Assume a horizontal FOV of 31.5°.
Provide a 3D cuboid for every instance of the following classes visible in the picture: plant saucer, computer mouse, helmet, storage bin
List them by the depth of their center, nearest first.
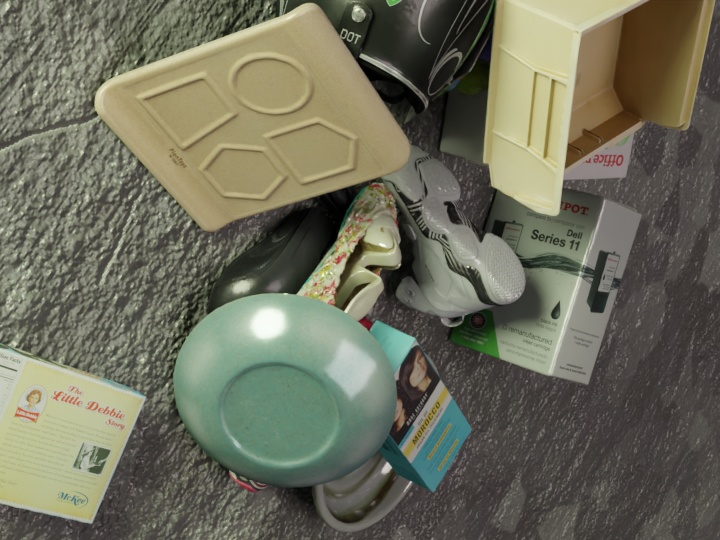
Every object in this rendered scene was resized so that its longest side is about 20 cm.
[{"bbox_3d":[0.026,-0.249,1.074,0.200,0.200,0.191,28,84,-49],"label":"helmet"},{"bbox_3d":[-0.068,0.117,1.115,0.039,0.201,0.201,-80,165,-63],"label":"plant saucer"},{"bbox_3d":[0.212,-0.175,1.138,0.200,0.094,0.199,-32,139,-33],"label":"storage bin"},{"bbox_3d":[-0.059,-0.004,1.177,0.200,0.053,0.139,-47,134,-26],"label":"computer mouse"},{"bbox_3d":[0.005,0.166,1.303,0.200,0.050,0.200,-30,130,-43],"label":"plant saucer"}]

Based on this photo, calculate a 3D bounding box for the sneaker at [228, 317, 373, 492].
[{"bbox_3d":[-0.060,0.117,1.203,0.081,0.075,0.200,39,75,-47],"label":"sneaker"}]

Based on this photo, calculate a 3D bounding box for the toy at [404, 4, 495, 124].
[{"bbox_3d":[0.105,-0.199,1.184,0.047,0.200,0.115,28,77,-13],"label":"toy"}]

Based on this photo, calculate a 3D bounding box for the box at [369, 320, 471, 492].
[{"bbox_3d":[0.045,0.136,1.247,0.082,0.049,0.200,-56,146,-17],"label":"box"}]

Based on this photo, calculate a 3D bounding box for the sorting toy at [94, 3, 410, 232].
[{"bbox_3d":[-0.084,-0.121,1.036,0.185,0.200,0.037,51,27,-44],"label":"sorting toy"}]

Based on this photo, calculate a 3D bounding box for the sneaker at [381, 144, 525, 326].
[{"bbox_3d":[0.065,-0.029,1.284,0.200,0.115,0.075,48,44,-6],"label":"sneaker"}]

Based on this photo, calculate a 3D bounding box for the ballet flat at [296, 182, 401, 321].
[{"bbox_3d":[0.000,0.000,1.171,0.200,0.064,0.076,-60,142,-32],"label":"ballet flat"}]

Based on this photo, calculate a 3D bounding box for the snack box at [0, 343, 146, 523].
[{"bbox_3d":[-0.270,0.124,1.004,0.200,0.037,0.116,29,83,-49],"label":"snack box"}]

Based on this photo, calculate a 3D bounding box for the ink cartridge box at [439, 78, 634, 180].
[{"bbox_3d":[0.193,-0.204,1.307,0.147,0.146,0.200,-6,110,-45],"label":"ink cartridge box"}]

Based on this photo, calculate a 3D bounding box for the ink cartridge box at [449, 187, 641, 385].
[{"bbox_3d":[0.201,0.007,1.395,0.083,0.146,0.200,17,90,-48],"label":"ink cartridge box"}]
